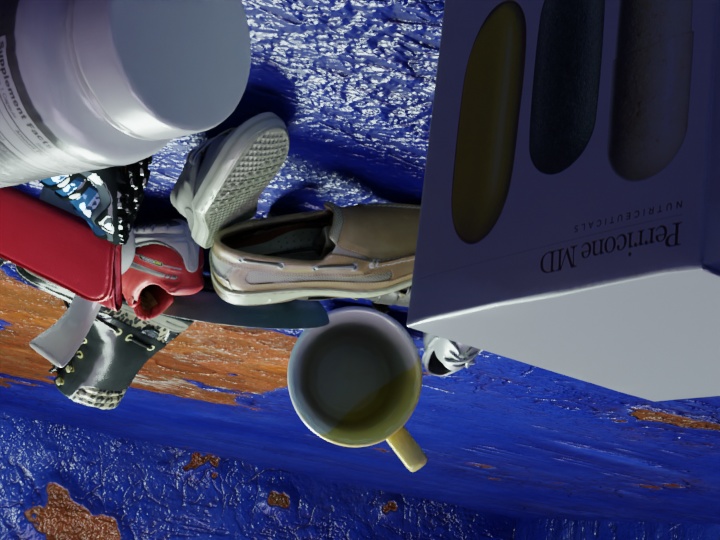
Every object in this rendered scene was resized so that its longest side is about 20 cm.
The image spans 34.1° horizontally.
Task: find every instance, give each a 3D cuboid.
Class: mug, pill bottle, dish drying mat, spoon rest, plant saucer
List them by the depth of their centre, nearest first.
[{"bbox_3d":[-0.160,-0.109,0.629,0.198,0.115,0.113,-5,160,39],"label":"pill bottle"},{"bbox_3d":[-0.281,-0.032,0.974,0.198,0.018,0.078,24,128,19],"label":"dish drying mat"},{"bbox_3d":[-0.245,-0.006,1.020,0.099,0.061,0.201,33,130,11],"label":"spoon rest"},{"bbox_3d":[-0.127,0.028,1.161,0.197,0.028,0.200,8,-175,-1],"label":"plant saucer"},{"bbox_3d":[-0.008,0.141,1.341,0.147,0.189,0.153,-6,174,-4],"label":"mug"}]

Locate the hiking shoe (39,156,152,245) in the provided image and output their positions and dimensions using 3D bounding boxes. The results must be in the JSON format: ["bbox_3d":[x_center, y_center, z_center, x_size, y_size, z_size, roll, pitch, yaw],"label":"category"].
[{"bbox_3d":[-0.204,-0.086,0.838,0.086,0.075,0.201,15,155,6],"label":"hiking shoe"}]

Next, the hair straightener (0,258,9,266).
[{"bbox_3d":[-0.309,0.014,1.271,0.198,0.041,0.077,10,166,-27],"label":"hair straightener"}]

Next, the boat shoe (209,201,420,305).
[{"bbox_3d":[-0.016,-0.021,0.896,0.197,0.072,0.076,-13,150,-12],"label":"boat shoe"}]

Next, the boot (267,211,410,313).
[{"bbox_3d":[0.000,0.000,1.036,0.172,0.070,0.200,8,175,0],"label":"boot"}]

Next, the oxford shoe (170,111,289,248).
[{"bbox_3d":[-0.100,-0.070,0.839,0.075,0.058,0.200,-31,175,-20],"label":"oxford shoe"}]

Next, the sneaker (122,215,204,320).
[{"bbox_3d":[-0.210,0.004,1.073,0.076,0.086,0.199,-11,180,-39],"label":"sneaker"}]

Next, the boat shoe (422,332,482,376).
[{"bbox_3d":[0.101,0.069,1.208,0.071,0.069,0.200,12,164,-13],"label":"boat shoe"}]

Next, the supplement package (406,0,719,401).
[{"bbox_3d":[0.129,-0.066,0.463,0.149,0.203,0.151,18,162,-32],"label":"supplement package"}]

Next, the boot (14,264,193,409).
[{"bbox_3d":[-0.292,0.062,1.221,0.202,0.074,0.154,24,116,-36],"label":"boot"}]
